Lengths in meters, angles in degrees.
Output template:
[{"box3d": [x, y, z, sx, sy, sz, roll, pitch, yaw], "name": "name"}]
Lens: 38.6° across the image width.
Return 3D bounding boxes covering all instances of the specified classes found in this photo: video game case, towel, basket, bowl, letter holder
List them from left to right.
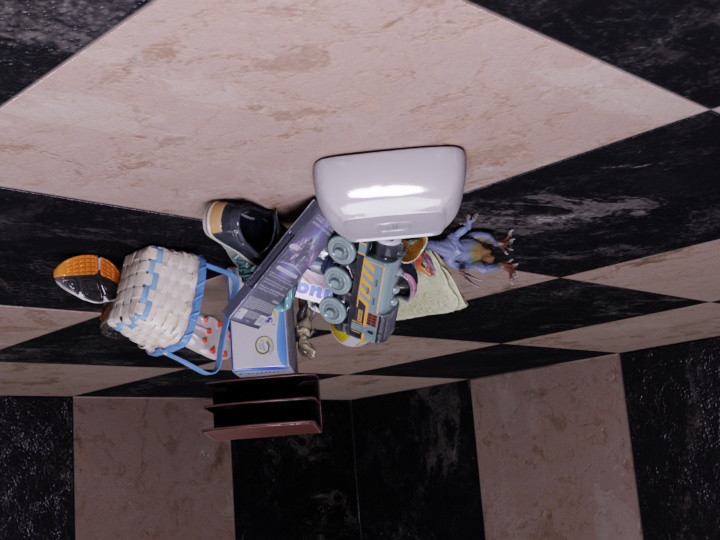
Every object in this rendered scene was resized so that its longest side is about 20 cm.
[{"box3d": [-0.288, 0.053, 1.636, 0.199, 0.178, 0.138, 27, 151, -32], "name": "basket"}, {"box3d": [-0.174, 0.236, 1.808, 0.197, 0.102, 0.142, -5, 166, 2], "name": "letter holder"}, {"box3d": [-0.107, -0.005, 1.459, 0.019, 0.201, 0.143, 39, 180, 14], "name": "video game case"}, {"box3d": [0.040, -0.090, 1.324, 0.197, 0.076, 0.200, -4, 169, 2], "name": "bowl"}, {"box3d": [0.073, 0.021, 1.733, 0.199, 0.149, 0.037, -12, -150, 42], "name": "towel"}]

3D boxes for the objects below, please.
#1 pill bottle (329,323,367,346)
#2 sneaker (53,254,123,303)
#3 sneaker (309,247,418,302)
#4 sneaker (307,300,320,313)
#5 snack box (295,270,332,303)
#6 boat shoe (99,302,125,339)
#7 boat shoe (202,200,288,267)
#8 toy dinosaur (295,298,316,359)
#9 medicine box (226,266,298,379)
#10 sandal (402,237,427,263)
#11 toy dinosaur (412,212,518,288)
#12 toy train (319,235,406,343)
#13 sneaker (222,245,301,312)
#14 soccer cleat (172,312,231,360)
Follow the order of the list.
[{"box3d": [-0.006, 0.096, 2.080, 0.103, 0.106, 0.200, -2, 168, -12], "name": "pill bottle"}, {"box3d": [-0.421, 0.022, 1.672, 0.091, 0.077, 0.199, -9, 167, 38], "name": "sneaker"}, {"box3d": [0.000, 0.000, 1.618, 0.198, 0.082, 0.071, 10, 123, -14], "name": "sneaker"}, {"box3d": [-0.071, 0.035, 1.788, 0.074, 0.082, 0.200, 19, 168, -12], "name": "sneaker"}, {"box3d": [-0.039, 0.023, 1.682, 0.198, 0.073, 0.024, 15, -177, -10], "name": "snack box"}, {"box3d": [-0.373, 0.044, 1.786, 0.198, 0.074, 0.076, -27, 149, 11], "name": "boat shoe"}, {"box3d": [-0.140, -0.049, 1.440, 0.062, 0.076, 0.200, 1, 166, 29], "name": "boat shoe"}, {"box3d": [-0.098, 0.073, 1.921, 0.047, 0.201, 0.089, 13, 128, -12], "name": "toy dinosaur"}, {"box3d": [-0.172, 0.097, 1.836, 0.102, 0.184, 0.200, -5, 168, 1], "name": "medicine box"}, {"box3d": [0.067, -0.047, 1.531, 0.077, 0.071, 0.212, -1, 167, -17], "name": "sandal"}, {"box3d": [0.158, -0.018, 1.631, 0.179, 0.106, 0.200, 2, 169, -12], "name": "toy dinosaur"}, {"box3d": [0.008, 0.014, 1.533, 0.113, 0.202, 0.085, 20, -147, 17], "name": "toy train"}, {"box3d": [-0.148, -0.003, 1.552, 0.077, 0.087, 0.200, -8, 150, 27], "name": "sneaker"}, {"box3d": [-0.300, 0.100, 1.770, 0.077, 0.070, 0.199, -2, 155, 45], "name": "soccer cleat"}]
